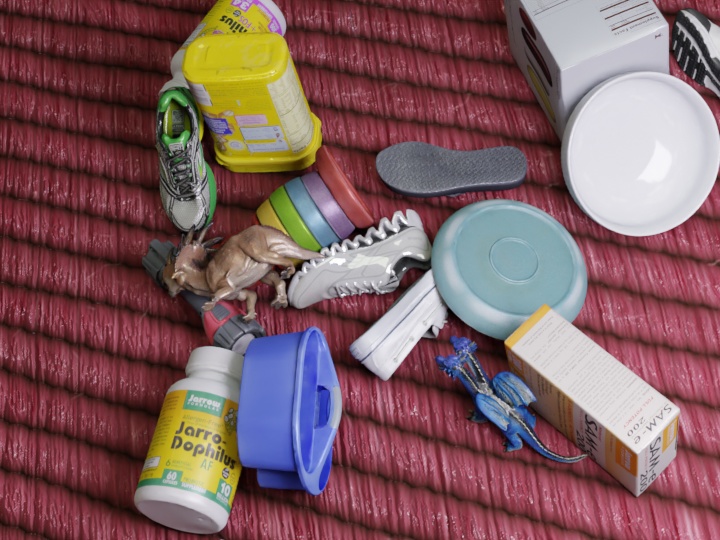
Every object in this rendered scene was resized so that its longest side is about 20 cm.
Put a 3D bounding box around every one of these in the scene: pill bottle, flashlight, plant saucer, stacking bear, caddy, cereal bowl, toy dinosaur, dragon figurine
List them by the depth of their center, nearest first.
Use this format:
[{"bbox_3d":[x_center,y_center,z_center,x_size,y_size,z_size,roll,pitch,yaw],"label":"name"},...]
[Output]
[{"bbox_3d":[0.166,0.157,1.521,0.059,0.100,0.200,-43,60,-14],"label":"dragon figurine"},{"bbox_3d":[-0.072,0.163,1.545,0.104,0.142,0.201,-4,60,13],"label":"caddy"},{"bbox_3d":[-0.188,0.198,1.565,0.112,0.113,0.201,6,61,15],"label":"pill bottle"},{"bbox_3d":[0.186,-0.008,1.618,0.199,0.027,0.201,5,59,-9],"label":"plant saucer"},{"bbox_3d":[-0.151,-0.015,1.624,0.199,0.086,0.136,-25,59,-5],"label":"toy dinosaur"},{"bbox_3d":[0.339,-0.148,1.640,0.199,0.201,0.083,-23,14,-3],"label":"cereal bowl"},{"bbox_3d":[-0.204,0.041,1.695,0.200,0.068,0.068,41,108,33],"label":"flashlight"},{"bbox_3d":[-0.093,-0.051,1.697,0.199,0.122,0.114,-34,14,4],"label":"stacking bear"},{"bbox_3d":[-0.198,-0.301,1.871,0.104,0.104,0.200,25,68,24],"label":"pill bottle"}]

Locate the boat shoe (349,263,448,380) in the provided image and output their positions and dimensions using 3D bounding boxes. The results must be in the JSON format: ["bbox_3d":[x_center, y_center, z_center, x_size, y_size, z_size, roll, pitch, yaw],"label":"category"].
[{"bbox_3d":[0.073,0.056,1.630,0.200,0.074,0.067,-43,90,-18],"label":"boat shoe"}]

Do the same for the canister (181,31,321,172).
[{"bbox_3d":[-0.142,-0.222,1.754,0.148,0.200,0.087,-1,60,12],"label":"canister"}]

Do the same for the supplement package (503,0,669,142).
[{"bbox_3d":[0.289,-0.296,1.711,0.146,0.192,0.201,-22,57,-1],"label":"supplement package"}]

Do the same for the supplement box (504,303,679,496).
[{"bbox_3d":[0.260,0.146,1.492,0.073,0.126,0.200,-42,59,-14],"label":"supplement box"}]

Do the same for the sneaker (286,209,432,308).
[{"bbox_3d":[0.000,0.000,1.672,0.199,0.075,0.081,-28,69,-3],"label":"sneaker"}]

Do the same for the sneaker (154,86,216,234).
[{"bbox_3d":[-0.244,-0.146,1.767,0.078,0.085,0.201,-9,94,5],"label":"sneaker"}]

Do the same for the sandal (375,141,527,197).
[{"bbox_3d":[0.118,-0.125,1.741,0.199,0.043,0.077,3,67,3],"label":"sandal"}]

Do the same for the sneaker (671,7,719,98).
[{"bbox_3d":[0.485,-0.272,1.737,0.080,0.074,0.200,-22,61,-19],"label":"sneaker"}]
